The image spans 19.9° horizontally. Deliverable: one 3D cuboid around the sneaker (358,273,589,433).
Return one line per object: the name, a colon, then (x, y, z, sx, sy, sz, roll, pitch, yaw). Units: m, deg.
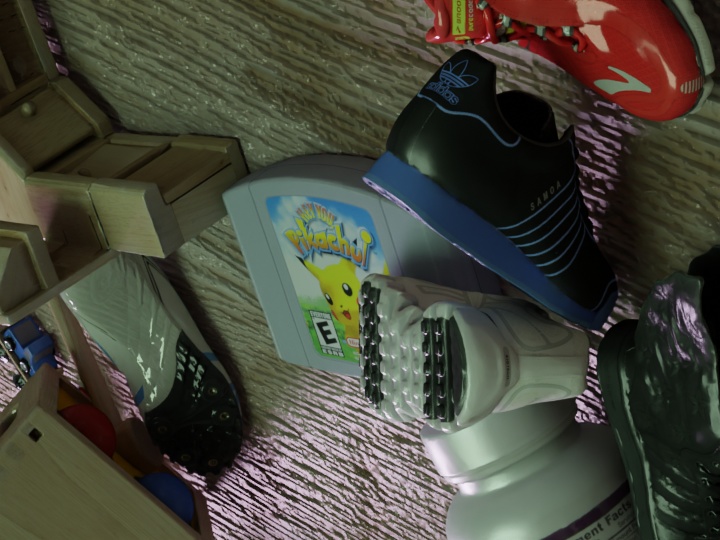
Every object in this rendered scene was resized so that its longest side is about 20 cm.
sneaker: (0.051, 0.041, 1.043, 0.200, 0.080, 0.076, -159, 66, -70)

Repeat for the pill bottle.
pill bottle: (0.113, 0.153, 1.086, 0.112, 0.112, 0.201, -19, 102, 56)

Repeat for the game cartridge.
game cartridge: (0.000, 0.000, 1.175, 0.199, 0.040, 0.135, 8, 120, 49)

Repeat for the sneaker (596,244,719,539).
sneaker: (0.175, 0.086, 0.998, 0.104, 0.060, 0.201, -4, 111, 58)

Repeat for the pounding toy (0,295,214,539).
pounding toy: (-0.190, 0.135, 1.417, 0.184, 0.142, 0.200, 41, -179, -11)

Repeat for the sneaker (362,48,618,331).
sneaker: (0.081, -0.034, 0.969, 0.070, 0.078, 0.200, 36, -177, 36)

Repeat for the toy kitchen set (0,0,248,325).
toy kitchen set: (-0.208, -0.088, 1.240, 0.199, 0.163, 0.182, 8, 125, 45)

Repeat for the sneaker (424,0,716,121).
sneaker: (0.071, -0.120, 0.935, 0.199, 0.085, 0.077, 37, 143, 27)

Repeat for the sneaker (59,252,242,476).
sneaker: (-0.138, 0.048, 1.376, 0.201, 0.071, 0.073, 60, -171, -20)

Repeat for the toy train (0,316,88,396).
toy train: (-0.215, 0.114, 1.546, 0.201, 0.034, 0.046, 54, 143, 3)
